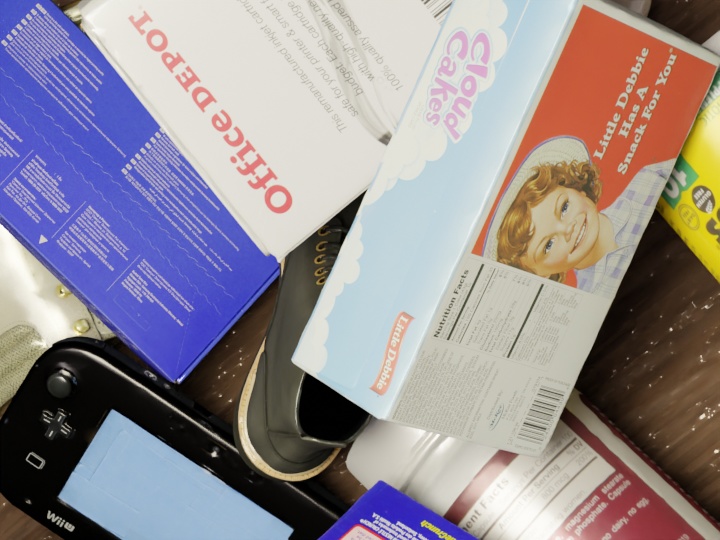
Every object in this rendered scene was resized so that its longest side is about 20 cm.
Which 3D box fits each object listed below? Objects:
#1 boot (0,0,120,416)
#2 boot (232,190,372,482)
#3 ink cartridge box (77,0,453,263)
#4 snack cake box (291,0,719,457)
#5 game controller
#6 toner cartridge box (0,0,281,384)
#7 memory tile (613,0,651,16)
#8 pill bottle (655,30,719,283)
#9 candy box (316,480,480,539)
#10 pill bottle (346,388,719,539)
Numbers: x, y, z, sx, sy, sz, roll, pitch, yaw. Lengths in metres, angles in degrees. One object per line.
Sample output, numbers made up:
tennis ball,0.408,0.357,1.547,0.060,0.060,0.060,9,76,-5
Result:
boot,-0.160,-0.034,1.443,0.200,0.072,0.155,-39,79,18
boot,0.000,0.000,1.328,0.077,0.138,0.201,12,81,-10
ink cartridge box,-0.011,-0.125,1.283,0.200,0.084,0.145,-39,101,0
snack cake box,0.065,-0.027,1.221,0.067,0.115,0.201,30,99,42
game controller,-0.091,0.119,1.407,0.199,0.042,0.105,34,108,0
toner cartridge box,-0.133,-0.046,1.385,0.200,0.043,0.095,46,80,-15
memory tile,0.066,-0.156,1.338,0.200,0.017,0.154,-39,100,1
pill bottle,0.218,-0.016,1.278,0.113,0.113,0.200,-42,77,16
candy box,0.051,0.222,1.294,0.169,0.077,0.201,29,141,31
pill bottle,0.095,0.127,1.326,0.200,0.114,0.114,43,105,15
